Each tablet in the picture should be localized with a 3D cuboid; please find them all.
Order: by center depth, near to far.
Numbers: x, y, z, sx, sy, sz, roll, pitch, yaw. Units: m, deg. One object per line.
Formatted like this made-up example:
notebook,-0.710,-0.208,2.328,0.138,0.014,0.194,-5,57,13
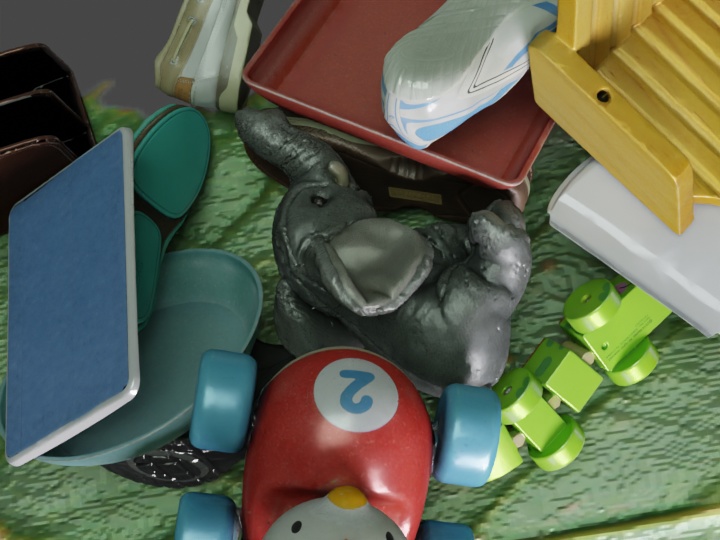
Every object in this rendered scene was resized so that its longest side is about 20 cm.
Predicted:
tablet,-0.186,0.015,1.063,0.130,0.014,0.201,-30,52,33

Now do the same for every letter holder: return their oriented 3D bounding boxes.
letter holder,-0.298,-0.081,1.143,0.199,0.142,0.101,-21,77,4

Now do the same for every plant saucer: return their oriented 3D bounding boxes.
plant saucer,-0.148,0.064,1.103,0.199,0.036,0.200,-19,35,14
plant saucer,0.048,-0.145,1.124,0.199,0.037,0.200,23,51,11

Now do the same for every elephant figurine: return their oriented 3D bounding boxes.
elephant figurine,0.000,0.000,1.068,0.199,0.155,0.142,14,114,-11

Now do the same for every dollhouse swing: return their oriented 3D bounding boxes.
dollhouse swing,0.222,-0.166,0.995,0.182,0.176,0.200,44,75,5

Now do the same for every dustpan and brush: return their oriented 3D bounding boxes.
dustpan and brush,0.223,-0.063,1.094,0.139,0.057,0.200,35,73,3

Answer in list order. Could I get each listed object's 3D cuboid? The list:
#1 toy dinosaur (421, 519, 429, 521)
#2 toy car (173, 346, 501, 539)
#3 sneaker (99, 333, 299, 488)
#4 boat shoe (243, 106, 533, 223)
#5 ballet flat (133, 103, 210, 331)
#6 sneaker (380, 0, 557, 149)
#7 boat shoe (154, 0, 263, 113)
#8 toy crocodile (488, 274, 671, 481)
toy dinosaur,-0.015,0.253,1.080,0.200,0.102,0.136,-48,61,15
toy car,-0.012,0.149,0.935,0.183,0.200,0.178,8,103,-5
sneaker,-0.099,0.091,1.125,0.199,0.076,0.091,-10,57,10
boat shoe,0.022,-0.085,1.145,0.201,0.075,0.075,14,54,8
ballet flat,-0.162,-0.034,1.137,0.070,0.067,0.201,-19,42,35
sneaker,0.089,-0.153,1.054,0.200,0.073,0.072,-39,66,-20
boat shoe,-0.099,-0.216,1.178,0.068,0.075,0.201,11,81,4
toy crocodile,0.138,0.065,1.100,0.200,0.062,0.068,-47,116,-5
